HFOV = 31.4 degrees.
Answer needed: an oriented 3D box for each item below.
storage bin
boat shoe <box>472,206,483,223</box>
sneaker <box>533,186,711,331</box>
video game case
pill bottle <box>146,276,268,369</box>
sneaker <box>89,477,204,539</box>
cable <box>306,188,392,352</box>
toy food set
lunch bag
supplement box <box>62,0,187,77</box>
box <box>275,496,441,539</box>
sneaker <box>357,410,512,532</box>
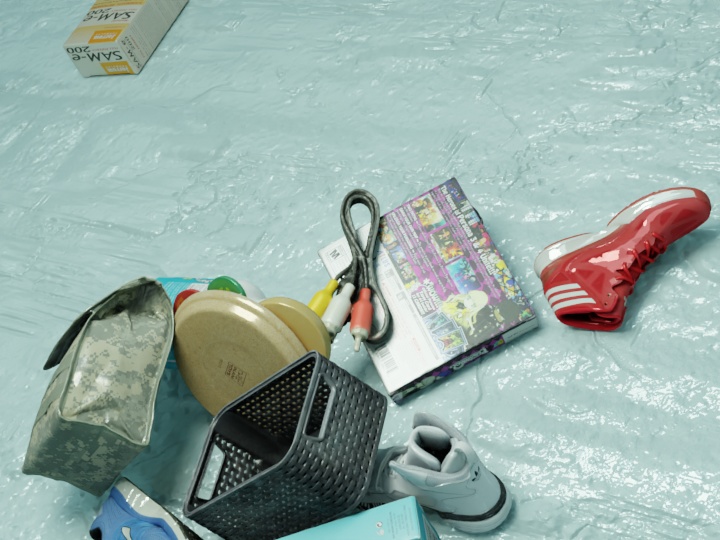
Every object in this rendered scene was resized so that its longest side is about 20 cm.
[{"bbox_3d":[-0.076,0.185,1.272,0.200,0.094,0.136,-35,29,43],"label":"storage bin"},{"bbox_3d":[0.062,-0.007,1.479,0.200,0.057,0.067,-42,43,-15],"label":"boat shoe"},{"bbox_3d":[0.288,0.000,1.345,0.199,0.078,0.116,-29,47,19],"label":"sneaker"},{"bbox_3d":[0.071,0.019,1.414,0.181,0.036,0.201,-29,62,1],"label":"video game case"},{"bbox_3d":[-0.180,0.065,1.505,0.199,0.111,0.111,3,50,31],"label":"pill bottle"},{"bbox_3d":[-0.218,0.293,1.331,0.200,0.079,0.089,19,67,51],"label":"sneaker"},{"bbox_3d":[0.000,0.000,1.392,0.097,0.050,0.201,12,69,9],"label":"cable"},{"bbox_3d":[-0.123,0.097,1.377,0.197,0.201,0.049,21,41,22],"label":"toy food set"},{"bbox_3d":[-0.281,0.116,1.393,0.164,0.117,0.201,-45,29,50],"label":"lunch bag"},{"bbox_3d":[-0.390,-0.418,2.143,0.125,0.074,0.201,1,49,31],"label":"supplement box"},{"bbox_3d":[-0.025,0.283,1.214,0.199,0.082,0.049,-20,42,11],"label":"box"},{"bbox_3d":[0.044,0.187,1.247,0.199,0.115,0.075,7,51,35],"label":"sneaker"}]
